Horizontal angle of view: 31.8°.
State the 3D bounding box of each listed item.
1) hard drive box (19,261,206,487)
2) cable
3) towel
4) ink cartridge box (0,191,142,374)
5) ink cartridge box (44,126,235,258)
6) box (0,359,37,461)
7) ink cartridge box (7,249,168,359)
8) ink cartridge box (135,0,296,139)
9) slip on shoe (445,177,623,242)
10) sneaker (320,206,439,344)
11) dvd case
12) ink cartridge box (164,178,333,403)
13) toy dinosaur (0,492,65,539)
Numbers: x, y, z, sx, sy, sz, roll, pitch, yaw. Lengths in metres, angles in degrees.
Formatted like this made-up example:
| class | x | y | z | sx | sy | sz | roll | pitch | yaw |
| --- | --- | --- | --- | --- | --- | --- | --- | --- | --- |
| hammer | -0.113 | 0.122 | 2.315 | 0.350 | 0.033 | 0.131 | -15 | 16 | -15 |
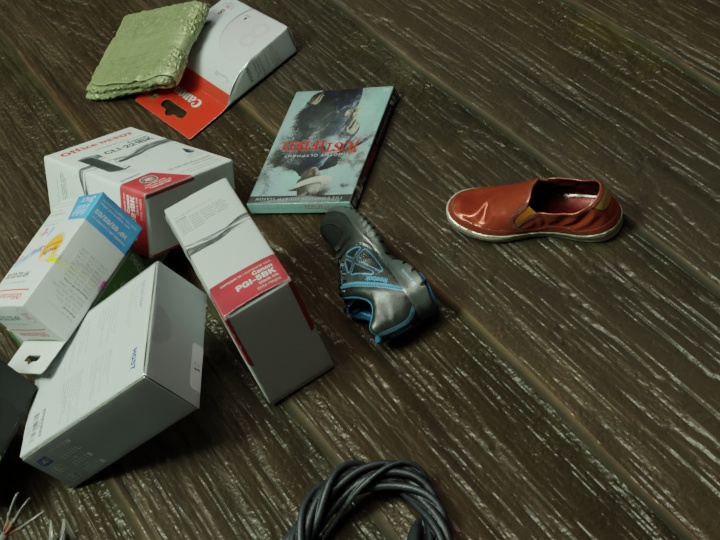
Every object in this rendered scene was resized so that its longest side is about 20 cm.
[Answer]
| class | x | y | z | sx | sy | sz | roll | pitch | yaw |
| --- | --- | --- | --- | --- | --- | --- | --- | --- | --- |
| hard drive box | -0.259 | 0.111 | 1.335 | 0.199 | 0.077 | 0.157 | -33 | 39 | 29 |
| cable | 0.005 | 0.257 | 1.145 | 0.162 | 0.051 | 0.200 | 23 | 62 | 38 |
| towel | -0.302 | -0.311 | 1.794 | 0.198 | 0.036 | 0.150 | -3 | 57 | 42 |
| ink cartridge box | -0.343 | 0.014 | 1.408 | 0.114 | 0.068 | 0.202 | -5 | 48 | 52 |
| ink cartridge box | -0.269 | -0.100 | 1.543 | 0.198 | 0.085 | 0.143 | 19 | 32 | 37 |
| box | -0.475 | 0.154 | 1.354 | 0.198 | 0.148 | 0.126 | -20 | 39 | 40 |
| ink cartridge box | -0.321 | 0.018 | 1.512 | 0.102 | 0.060 | 0.202 | 9 | 54 | 31 |
| ink cartridge box | -0.208 | -0.286 | 1.749 | 0.199 | 0.058 | 0.162 | -38 | 45 | -18 |
| slip on shoe | 0.182 | -0.072 | 1.357 | 0.197 | 0.062 | 0.075 | 4 | 53 | 30 |
| sneaker | 0.000 | 0.000 | 1.368 | 0.081 | 0.074 | 0.200 | -37 | 44 | -8 |
| dvd case | -0.045 | -0.151 | 1.565 | 0.144 | 0.022 | 0.202 | 1 | 51 | 26 |
| ink cartridge box | -0.121 | 0.018 | 1.354 | 0.082 | 0.148 | 0.201 | -29 | 44 | -6 |
| toy dinosaur | -0.340 | 0.310 | 1.263 | 0.180 | 0.104 | 0.203 | 27 | 98 | 34 |
